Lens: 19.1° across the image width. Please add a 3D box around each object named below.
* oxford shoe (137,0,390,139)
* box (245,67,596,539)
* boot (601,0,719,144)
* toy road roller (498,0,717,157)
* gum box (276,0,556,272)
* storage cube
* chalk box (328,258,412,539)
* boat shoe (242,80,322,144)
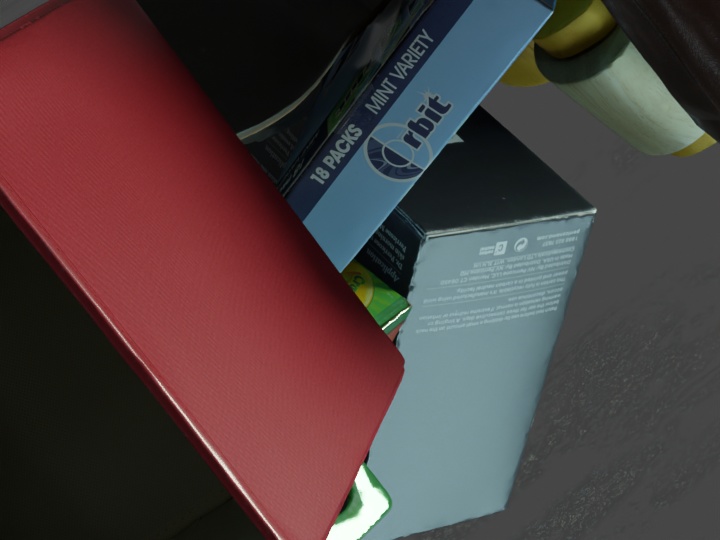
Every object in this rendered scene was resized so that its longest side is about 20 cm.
[{"bbox_3d":[-0.045,-0.087,0.849,0.200,0.071,0.071,-38,173,-35],"label":"oxford shoe"},{"bbox_3d":[0.000,0.000,1.063,0.104,0.200,0.183,-9,128,-33],"label":"box"},{"bbox_3d":[0.116,-0.122,0.738,0.064,0.200,0.186,-36,-177,-8],"label":"boot"},{"bbox_3d":[0.103,-0.137,1.122,0.146,0.123,0.201,-32,-136,29],"label":"toy road roller"},{"bbox_3d":[0.039,-0.116,0.918,0.170,0.044,0.200,-50,-169,39],"label":"gum box"},{"bbox_3d":[-0.112,0.038,0.673,0.171,0.200,0.180,-35,-171,19],"label":"storage cube"},{"bbox_3d":[-0.070,0.045,0.937,0.125,0.200,0.124,-36,160,-53],"label":"chalk box"},{"bbox_3d":[-0.089,-0.074,0.901,0.071,0.072,0.200,-16,-172,34],"label":"boat shoe"}]
